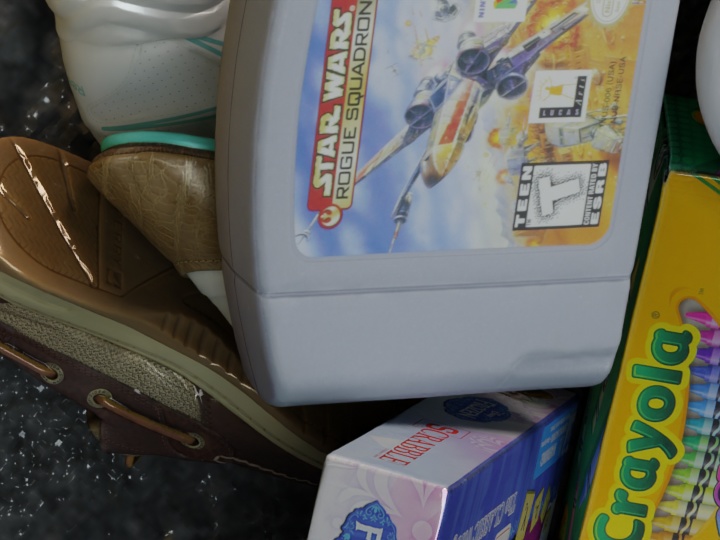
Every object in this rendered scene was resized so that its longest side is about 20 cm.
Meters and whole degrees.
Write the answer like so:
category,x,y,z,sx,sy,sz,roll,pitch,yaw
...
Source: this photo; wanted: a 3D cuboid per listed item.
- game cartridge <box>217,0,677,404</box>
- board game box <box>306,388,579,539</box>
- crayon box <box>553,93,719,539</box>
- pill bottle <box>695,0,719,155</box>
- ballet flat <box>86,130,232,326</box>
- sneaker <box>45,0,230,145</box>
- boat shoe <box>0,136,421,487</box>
category,x,y,z,sx,sy,sz,roll,pitch,yaw
game cartridge,0.025,-0.055,0.805,0.133,0.042,0.201,-5,115,-28
board game box,0.012,0.143,0.884,0.041,0.200,0.201,15,100,14
crayon box,0.138,0.048,0.923,0.118,0.058,0.201,9,120,-2
pill bottle,0.177,-0.104,0.868,0.110,0.200,0.112,9,126,13
ballet flat,0.000,0.000,0.888,0.199,0.068,0.073,6,84,-41
sneaker,-0.003,-0.088,0.898,0.199,0.070,0.081,-14,122,-10
boat shoe,-0.066,0.027,0.905,0.199,0.072,0.072,27,136,-33
